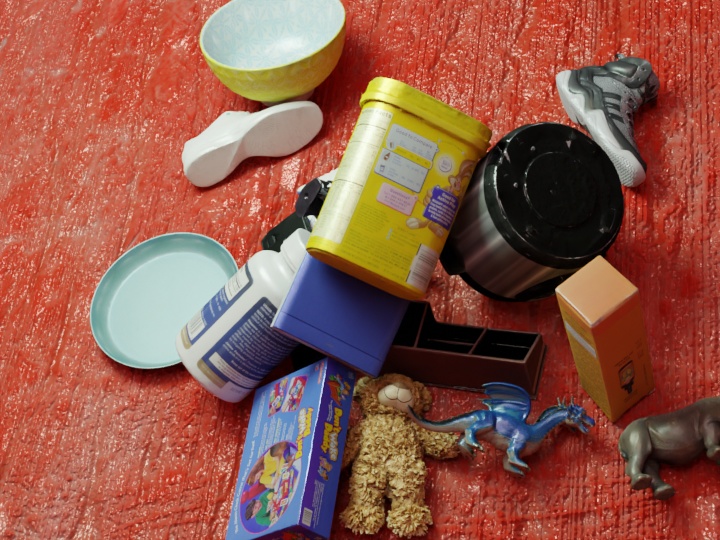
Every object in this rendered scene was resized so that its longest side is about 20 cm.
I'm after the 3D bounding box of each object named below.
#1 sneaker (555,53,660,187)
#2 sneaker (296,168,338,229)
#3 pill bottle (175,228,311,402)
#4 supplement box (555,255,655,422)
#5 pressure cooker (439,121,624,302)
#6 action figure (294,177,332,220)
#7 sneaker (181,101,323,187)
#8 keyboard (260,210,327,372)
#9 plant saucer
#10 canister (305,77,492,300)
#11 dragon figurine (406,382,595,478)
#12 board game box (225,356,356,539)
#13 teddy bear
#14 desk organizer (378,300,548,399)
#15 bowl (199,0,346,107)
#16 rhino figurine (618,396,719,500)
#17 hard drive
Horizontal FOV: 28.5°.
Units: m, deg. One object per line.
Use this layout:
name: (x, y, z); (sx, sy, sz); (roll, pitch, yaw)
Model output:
sneaker: (0.327, -0.196, 1.748); (0.113, 0.076, 0.201); (-27, 51, 0)
sneaker: (-0.038, -0.036, 1.758); (0.087, 0.075, 0.201); (-17, 45, 18)
pill bottle: (-0.112, 0.049, 1.644); (0.200, 0.111, 0.111); (-44, 52, 14)
supplement box: (0.262, 0.076, 1.503); (0.066, 0.201, 0.069); (-36, 50, -10)
pressure cooker: (0.189, -0.059, 1.624); (0.175, 0.200, 0.180); (21, 66, -13)
action figure: (0.019, -0.067, 1.699); (0.130, 0.199, 0.070); (51, 118, 30)
sneaker: (-0.149, -0.189, 1.892); (0.198, 0.076, 0.089); (-22, 41, 2)
keyboard: (-0.073, 0.032, 1.720); (0.104, 0.039, 0.201); (-33, 56, 27)
plant saucer: (-0.242, 0.042, 1.782); (0.198, 0.028, 0.202); (-8, 54, 12)
canister: (0.040, -0.086, 1.539); (0.148, 0.086, 0.202); (25, 81, -13)
dragon figurine: (0.152, 0.159, 1.544); (0.198, 0.059, 0.100); (20, 68, 5)
board game box: (-0.077, 0.209, 1.564); (0.134, 0.045, 0.201); (-26, 43, 43)
teddy bear: (0.033, 0.200, 1.566); (0.144, 0.067, 0.201); (13, 61, 21)
desk organizer: (0.106, 0.086, 1.617); (0.198, 0.077, 0.072); (6, 58, 20)
bowl: (-0.110, -0.284, 1.908); (0.198, 0.108, 0.201); (-6, 42, 5)
rhino figurine: (0.365, 0.172, 1.493); (0.198, 0.060, 0.088); (-19, 42, -1)
hard drive: (0.000, 0.000, 1.579); (0.131, 0.025, 0.201); (27, 80, -13)
